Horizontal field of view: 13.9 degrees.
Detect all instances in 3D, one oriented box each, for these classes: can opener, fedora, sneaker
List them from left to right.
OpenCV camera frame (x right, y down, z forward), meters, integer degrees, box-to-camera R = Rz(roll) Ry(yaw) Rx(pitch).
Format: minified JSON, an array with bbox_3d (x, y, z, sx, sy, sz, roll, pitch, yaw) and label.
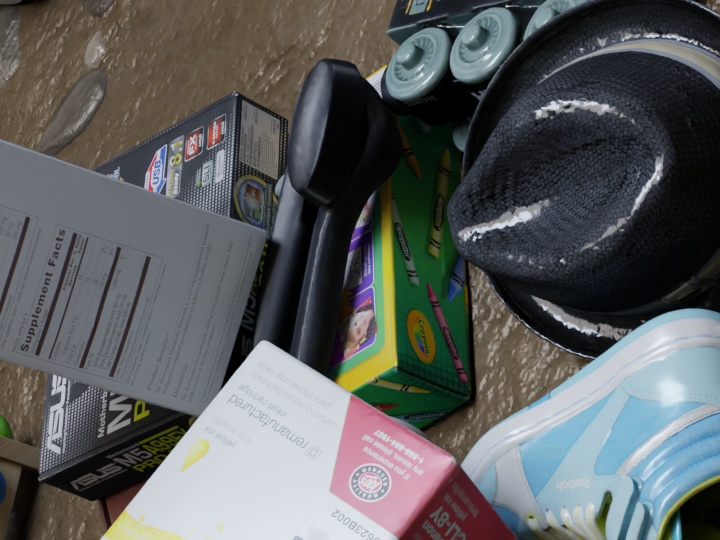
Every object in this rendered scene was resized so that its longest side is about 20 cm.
[{"bbox_3d":[-0.029,-0.015,1.614,0.063,0.078,0.201,14,92,47],"label":"can opener"},{"bbox_3d":[0.113,-0.043,1.451,0.200,0.091,0.202,5,98,36],"label":"fedora"},{"bbox_3d":[0.118,0.121,1.425,0.200,0.079,0.131,-45,39,31],"label":"sneaker"}]

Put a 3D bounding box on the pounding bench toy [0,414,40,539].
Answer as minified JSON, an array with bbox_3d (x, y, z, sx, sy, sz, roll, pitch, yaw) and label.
[{"bbox_3d":[-0.275,0.157,1.900,0.200,0.124,0.157,0,71,54],"label":"pounding bench toy"}]

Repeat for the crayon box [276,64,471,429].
[{"bbox_3d":[0.000,0.000,1.669,0.119,0.058,0.201,-32,48,41],"label":"crayon box"}]

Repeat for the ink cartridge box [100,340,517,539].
[{"bbox_3d":[-0.047,0.156,1.430,0.145,0.083,0.200,30,76,38],"label":"ink cartridge box"}]

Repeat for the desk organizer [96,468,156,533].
[{"bbox_3d":[-0.106,0.118,1.740,0.077,0.072,0.200,-46,40,25],"label":"desk organizer"}]

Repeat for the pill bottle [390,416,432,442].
[{"bbox_3d":[0.000,0.183,1.518,0.116,0.115,0.201,-41,43,34],"label":"pill bottle"}]

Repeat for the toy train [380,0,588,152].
[{"bbox_3d":[0.093,-0.135,1.595,0.199,0.085,0.114,-10,54,46],"label":"toy train"}]

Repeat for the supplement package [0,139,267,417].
[{"bbox_3d":[-0.170,-0.003,1.584,0.114,0.199,0.110,14,86,52],"label":"supplement package"}]

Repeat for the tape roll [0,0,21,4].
[{"bbox_3d":[-0.317,-0.291,2.138,0.202,0.202,0.140,9,79,55],"label":"tape roll"}]

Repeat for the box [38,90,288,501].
[{"bbox_3d":[-0.114,0.016,1.715,0.160,0.044,0.201,-24,52,40],"label":"box"}]
